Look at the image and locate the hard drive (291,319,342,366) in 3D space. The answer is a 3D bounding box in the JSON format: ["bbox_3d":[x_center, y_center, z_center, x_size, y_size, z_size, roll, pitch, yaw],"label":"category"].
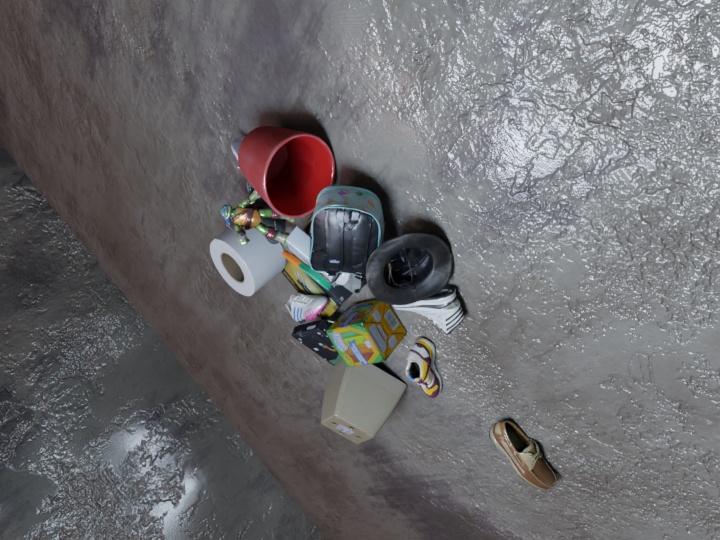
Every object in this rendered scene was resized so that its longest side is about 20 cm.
[{"bbox_3d":[-0.091,0.220,1.776,0.199,0.038,0.139,40,145,-26],"label":"hard drive"}]

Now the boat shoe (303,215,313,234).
[{"bbox_3d":[-0.081,-0.133,1.495,0.072,0.062,0.199,55,146,-6],"label":"boat shoe"}]

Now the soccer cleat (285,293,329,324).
[{"bbox_3d":[-0.161,0.099,1.713,0.087,0.070,0.199,48,149,-8],"label":"soccer cleat"}]

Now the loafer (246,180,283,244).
[{"bbox_3d":[-0.272,-0.174,1.695,0.063,0.071,0.203,27,138,63],"label":"loafer"}]

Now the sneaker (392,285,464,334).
[{"bbox_3d":[0.162,0.104,1.424,0.199,0.075,0.117,-6,116,50],"label":"sneaker"}]

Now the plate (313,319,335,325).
[{"bbox_3d":[-0.058,0.198,1.787,0.196,0.026,0.202,18,147,12],"label":"plate"}]

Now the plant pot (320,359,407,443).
[{"bbox_3d":[-0.009,0.395,1.775,0.198,0.179,0.200,30,149,-9],"label":"plant pot"}]

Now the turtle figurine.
[{"bbox_3d":[-0.268,-0.137,1.576,0.190,0.147,0.200,13,149,-20],"label":"turtle figurine"}]

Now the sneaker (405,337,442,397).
[{"bbox_3d":[0.159,0.276,1.585,0.074,0.090,0.203,16,134,40],"label":"sneaker"}]

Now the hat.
[{"bbox_3d":[0.105,-0.018,1.336,0.081,0.196,0.204,-101,-5,-57],"label":"hat"}]

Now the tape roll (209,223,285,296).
[{"bbox_3d":[-0.343,-0.044,1.830,0.201,0.139,0.205,31,142,27],"label":"tape roll"}]

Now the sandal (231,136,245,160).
[{"bbox_3d":[-0.265,-0.263,1.569,0.206,0.079,0.059,44,140,6],"label":"sandal"}]

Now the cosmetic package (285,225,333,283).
[{"bbox_3d":[-0.119,-0.035,1.556,0.150,0.052,0.200,41,173,1],"label":"cosmetic package"}]

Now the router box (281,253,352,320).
[{"bbox_3d":[-0.129,0.036,1.730,0.201,0.052,0.157,48,148,3],"label":"router box"}]

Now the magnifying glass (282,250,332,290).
[{"bbox_3d":[-0.148,-0.004,1.616,0.199,0.022,0.080,36,174,39],"label":"magnifying glass"}]

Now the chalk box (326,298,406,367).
[{"bbox_3d":[0.000,0.171,1.617,0.198,0.124,0.126,-20,108,46],"label":"chalk box"}]

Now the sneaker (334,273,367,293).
[{"bbox_3d":[0.000,0.000,1.532,0.079,0.074,0.200,38,153,0],"label":"sneaker"}]

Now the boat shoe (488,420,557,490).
[{"bbox_3d":[0.406,0.454,1.481,0.200,0.075,0.074,43,144,9],"label":"boat shoe"}]

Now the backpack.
[{"bbox_3d":[-0.028,-0.098,1.358,0.172,0.155,0.202,8,141,6],"label":"backpack"}]

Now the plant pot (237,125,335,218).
[{"bbox_3d":[-0.186,-0.248,1.407,0.176,0.199,0.203,34,146,42],"label":"plant pot"}]
